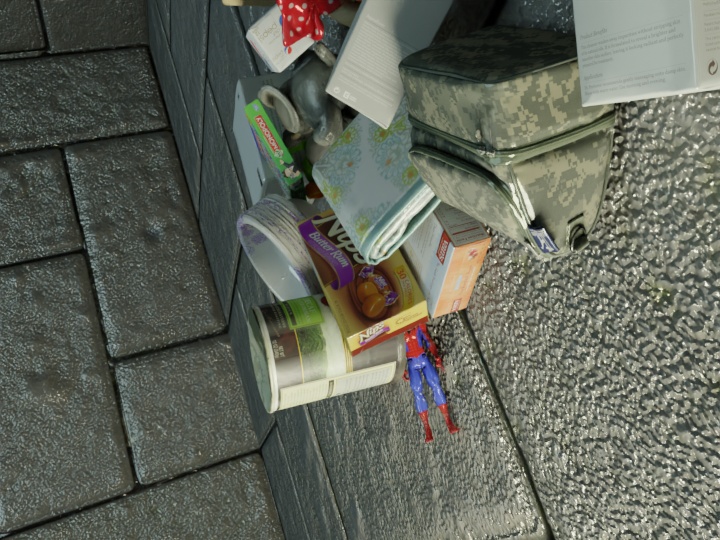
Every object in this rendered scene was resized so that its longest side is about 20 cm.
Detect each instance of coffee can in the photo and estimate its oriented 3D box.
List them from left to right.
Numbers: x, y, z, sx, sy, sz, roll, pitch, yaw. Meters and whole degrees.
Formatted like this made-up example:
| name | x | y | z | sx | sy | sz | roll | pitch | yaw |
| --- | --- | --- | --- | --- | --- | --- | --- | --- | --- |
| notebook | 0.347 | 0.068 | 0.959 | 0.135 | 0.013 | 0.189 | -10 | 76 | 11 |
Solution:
| name | x | y | z | sx | sy | sz | roll | pitch | yaw |
| --- | --- | --- | --- | --- | --- | --- | --- | --- | --- |
| coffee can | -0.050 | 0.107 | 0.976 | 0.146 | 0.194 | 0.151 | 169 | 90 | -72 |

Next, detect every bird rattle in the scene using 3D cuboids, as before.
| name | x | y | z | sx | sy | sz | roll | pitch | yaw |
| --- | --- | --- | --- | --- | --- | --- | --- | --- | --- |
| bird rattle | -0.007 | -0.333 | 0.789 | 0.114 | 0.195 | 0.165 | -78 | 10 | -49 |

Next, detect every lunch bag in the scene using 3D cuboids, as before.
| name | x | y | z | sx | sy | sz | roll | pitch | yaw |
| --- | --- | --- | --- | --- | --- | --- | --- | --- | --- |
| lunch bag | 0.133 | -0.118 | 0.629 | 0.200 | 0.136 | 0.172 | 39 | 148 | 57 |

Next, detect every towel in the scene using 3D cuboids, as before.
| name | x | y | z | sx | sy | sz | roll | pitch | yaw |
| --- | --- | --- | --- | --- | --- | --- | --- | --- | --- |
| towel | 0.041 | -0.133 | 0.833 | 0.200 | 0.048 | 0.173 | -45 | 50 | 16 |

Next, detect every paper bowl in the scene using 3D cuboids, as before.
| name | x | y | z | sx | sy | sz | roll | pitch | yaw |
| --- | --- | --- | --- | --- | --- | --- | --- | --- | --- |
| paper bowl | -0.101 | -0.030 | 1.092 | 0.200 | 0.104 | 0.203 | 41 | 157 | 22 |

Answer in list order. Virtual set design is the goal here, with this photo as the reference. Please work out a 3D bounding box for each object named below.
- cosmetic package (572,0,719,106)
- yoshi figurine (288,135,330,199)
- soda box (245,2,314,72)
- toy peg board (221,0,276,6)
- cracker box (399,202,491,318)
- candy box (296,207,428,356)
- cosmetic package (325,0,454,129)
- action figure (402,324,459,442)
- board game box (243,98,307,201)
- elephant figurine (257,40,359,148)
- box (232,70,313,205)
| name | x | y | z | sx | sy | sz | roll | pitch | yaw |
| --- | --- | --- | --- | --- | --- | --- | --- | --- | --- |
| cosmetic package | 0.201 | -0.222 | 0.455 | 0.112 | 0.079 | 0.207 | -160 | 61 | -66 |
| yoshi figurine | -0.076 | -0.234 | 1.166 | 0.111 | 0.110 | 0.206 | -22 | 79 | 57 |
| soda box | -0.118 | -0.327 | 0.966 | 0.069 | 0.063 | 0.200 | 51 | -177 | -19 |
| toy peg board | -0.105 | -0.496 | 0.973 | 0.099 | 0.192 | 0.204 | -103 | 14 | -48 |
| cracker box | 0.086 | -0.062 | 0.886 | 0.136 | 0.056 | 0.203 | 101 | 150 | -50 |
| candy box | 0.000 | 0.000 | 0.921 | 0.057 | 0.114 | 0.203 | 76 | 170 | -57 |
| cosmetic package | 0.043 | -0.268 | 0.701 | 0.202 | 0.089 | 0.108 | -56 | 12 | 33 |
| action figure | 0.087 | 0.141 | 0.997 | 0.052 | 0.064 | 0.205 | 67 | -176 | -77 |
| board game box | -0.133 | -0.180 | 1.106 | 0.137 | 0.029 | 0.200 | 59 | 175 | 3 |
| elephant figurine | -0.085 | -0.255 | 1.027 | 0.196 | 0.139 | 0.160 | 17 | 107 | 39 |
| box | -0.160 | -0.241 | 1.323 | 0.200 | 0.127 | 0.205 | 133 | 122 | -70 |
